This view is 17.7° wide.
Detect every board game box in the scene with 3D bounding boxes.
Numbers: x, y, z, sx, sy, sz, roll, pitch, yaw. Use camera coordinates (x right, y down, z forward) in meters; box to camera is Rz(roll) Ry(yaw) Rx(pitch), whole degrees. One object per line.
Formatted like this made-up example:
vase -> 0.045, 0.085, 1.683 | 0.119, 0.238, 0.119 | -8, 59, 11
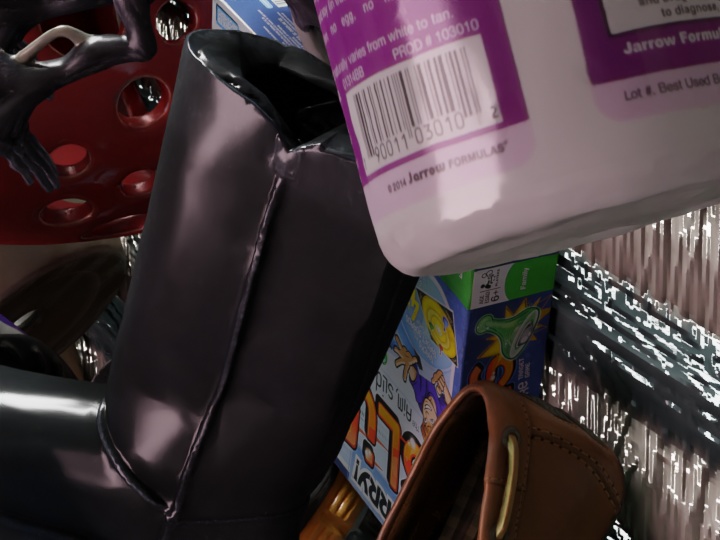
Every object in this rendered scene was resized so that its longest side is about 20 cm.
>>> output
board game box -> 0.000, 0.000, 0.820 | 0.200, 0.034, 0.136 | 48, 142, 48

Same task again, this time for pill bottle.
pill bottle -> 0.035, -0.107, 0.600 | 0.112, 0.112, 0.201 | -25, 78, 65

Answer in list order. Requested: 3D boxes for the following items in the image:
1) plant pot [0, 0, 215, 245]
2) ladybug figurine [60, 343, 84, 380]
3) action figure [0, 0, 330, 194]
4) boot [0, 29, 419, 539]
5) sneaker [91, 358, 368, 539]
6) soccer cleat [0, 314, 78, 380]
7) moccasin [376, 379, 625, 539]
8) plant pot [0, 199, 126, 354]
plant pot -> -0.151, -0.105, 0.929 | 0.200, 0.182, 0.201 | 35, 131, 54
ladybug figurine -> -0.194, 0.065, 1.233 | 0.136, 0.072, 0.201 | -46, 60, 61
action figure -> -0.048, -0.117, 0.783 | 0.200, 0.102, 0.119 | -36, 34, 19
boot -> -0.071, 0.010, 0.755 | 0.066, 0.164, 0.201 | -61, -7, -52
sneaker -> -0.068, 0.060, 0.913 | 0.078, 0.077, 0.200 | -59, 28, -7
soccer cleat -> -0.167, 0.031, 0.869 | 0.200, 0.068, 0.073 | 51, 161, -30
moccasin -> 0.010, 0.130, 0.699 | 0.074, 0.078, 0.202 | 33, 95, 51
plant pot -> -0.206, -0.037, 1.105 | 0.174, 0.200, 0.200 | 50, 148, 15
